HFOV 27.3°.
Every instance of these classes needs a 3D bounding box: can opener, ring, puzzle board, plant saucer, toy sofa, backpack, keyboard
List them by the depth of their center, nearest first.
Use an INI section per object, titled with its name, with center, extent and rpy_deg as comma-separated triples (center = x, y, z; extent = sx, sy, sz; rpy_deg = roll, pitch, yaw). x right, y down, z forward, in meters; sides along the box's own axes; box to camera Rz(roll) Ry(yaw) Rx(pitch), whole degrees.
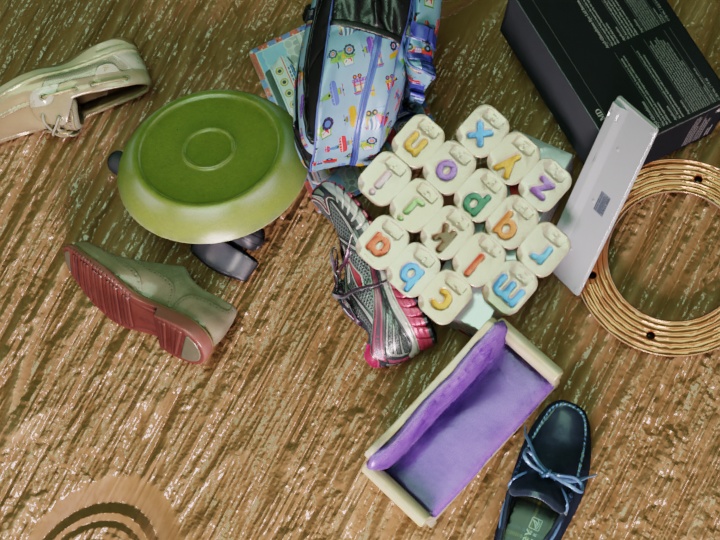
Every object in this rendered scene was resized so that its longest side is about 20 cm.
[toy sofa]
center = 0.098, 0.145, 1.409
extent = 0.083, 0.098, 0.200
rpy_deg = 42, 85, 16
[keyboard]
center = 0.226, -0.068, 1.412
extent = 0.011, 0.201, 0.056
rpy_deg = -18, 50, -41
[backpack]
center = 0.002, -0.194, 1.451
extent = 0.134, 0.183, 0.201
rpy_deg = 8, 77, -5
[ring]
center = 0.309, -0.013, 1.457
extent = 0.199, 0.019, 0.201
rpy_deg = -2, 76, 9
[plant saucer]
center = -0.152, -0.116, 1.504
extent = 0.199, 0.031, 0.201
rpy_deg = -4, 54, 5
[can opener]
center = -0.181, -0.069, 1.526
extent = 0.200, 0.063, 0.079
rpy_deg = 34, 84, 15
[puzzle board]
center = -0.015, -0.178, 1.552
extent = 0.150, 0.017, 0.201
rpy_deg = -24, 73, 2

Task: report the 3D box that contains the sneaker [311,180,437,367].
[sneaker]
center = 0.000, 0.000, 1.471
extent = 0.074, 0.081, 0.201
rpy_deg = -29, 74, 3

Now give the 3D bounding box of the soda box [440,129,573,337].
[soda box]
center = 0.139, -0.034, 1.466
extent = 0.068, 0.064, 0.201
rpy_deg = 25, 80, 14

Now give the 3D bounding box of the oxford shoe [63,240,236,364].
[oxford shoe]
center = -0.217, 0.020, 1.519
extent = 0.200, 0.071, 0.075
rpy_deg = 32, 56, 17

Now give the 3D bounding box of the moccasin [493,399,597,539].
[moccasin]
center = 0.174, 0.218, 1.392
extent = 0.080, 0.068, 0.201
rpy_deg = 14, 78, 12

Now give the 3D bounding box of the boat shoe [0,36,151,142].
[boat shoe]
center = -0.319, -0.177, 1.574
extent = 0.199, 0.072, 0.065
rpy_deg = -25, 72, -4

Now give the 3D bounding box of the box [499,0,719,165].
[box]
center = 0.250, -0.205, 1.470
extent = 0.141, 0.079, 0.201
rpy_deg = -24, 72, -15

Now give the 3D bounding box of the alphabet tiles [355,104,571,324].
[alphabet tiles]
center = 0.099, -0.054, 1.423
extent = 0.200, 0.015, 0.196
rpy_deg = 41, 83, 4
